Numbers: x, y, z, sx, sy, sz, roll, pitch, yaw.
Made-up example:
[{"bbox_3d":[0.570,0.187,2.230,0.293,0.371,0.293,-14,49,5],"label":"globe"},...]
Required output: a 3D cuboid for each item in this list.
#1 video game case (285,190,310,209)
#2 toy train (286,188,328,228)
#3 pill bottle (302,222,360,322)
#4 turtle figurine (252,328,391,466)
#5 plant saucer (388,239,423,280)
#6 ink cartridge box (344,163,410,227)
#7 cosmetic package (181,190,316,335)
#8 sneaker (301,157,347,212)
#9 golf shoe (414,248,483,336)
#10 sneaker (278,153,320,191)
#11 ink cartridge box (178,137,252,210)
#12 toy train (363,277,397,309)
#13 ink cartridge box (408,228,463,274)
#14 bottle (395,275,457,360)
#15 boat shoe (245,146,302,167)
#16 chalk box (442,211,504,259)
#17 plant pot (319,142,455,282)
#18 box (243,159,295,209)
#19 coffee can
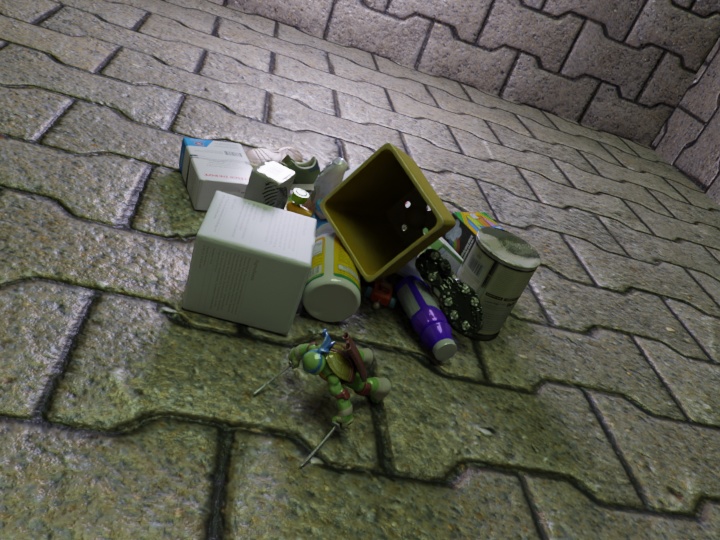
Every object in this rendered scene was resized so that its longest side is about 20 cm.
[{"bbox_3d":[-0.091,-0.137,1.500,0.199,0.023,0.182,31,32,11],"label":"video game case"},{"bbox_3d":[-0.153,-0.136,1.368,0.199,0.116,0.085,30,32,12],"label":"toy train"},{"bbox_3d":[-0.057,-0.004,1.214,0.112,0.113,0.201,14,39,-14],"label":"pill bottle"},{"bbox_3d":[-0.055,0.187,0.986,0.144,0.201,0.194,18,2,38],"label":"turtle figurine"},{"bbox_3d":[0.074,-0.047,1.376,0.200,0.050,0.200,32,11,-7],"label":"plant saucer"},{"bbox_3d":[0.035,-0.184,1.587,0.199,0.084,0.176,30,30,13],"label":"ink cartridge box"},{"bbox_3d":[-0.199,-0.015,1.109,0.199,0.167,0.168,16,32,-9],"label":"cosmetic package"},{"bbox_3d":[-0.061,-0.176,1.381,0.099,0.200,0.078,36,53,-2],"label":"sneaker"},{"bbox_3d":[0.189,0.045,1.261,0.201,0.077,0.088,58,0,8],"label":"golf shoe"},{"bbox_3d":[-0.194,-0.249,1.514,0.199,0.090,0.067,-4,30,-23],"label":"sneaker"},{"bbox_3d":[-0.332,-0.223,1.416,0.145,0.085,0.200,2,38,-29],"label":"ink cartridge box"},{"bbox_3d":[0.000,0.000,1.318,0.199,0.056,0.150,26,31,4],"label":"toy train"},{"bbox_3d":[0.167,-0.057,1.420,0.200,0.059,0.104,33,15,-50],"label":"ink cartridge box"},{"bbox_3d":[0.136,0.097,1.238,0.083,0.065,0.200,37,18,-40],"label":"bottle"},{"bbox_3d":[-0.237,-0.279,1.583,0.200,0.065,0.072,-24,72,-49],"label":"boat shoe"},{"bbox_3d":[0.303,-0.041,1.507,0.123,0.125,0.200,-3,41,-35],"label":"chalk box"},{"bbox_3d":[0.079,-0.113,1.227,0.195,0.195,0.200,58,25,14],"label":"plant pot"},{"bbox_3d":[-0.201,-0.116,1.226,0.068,0.201,0.082,26,32,6],"label":"box"},{"bbox_3d":[0.277,0.029,1.310,0.146,0.201,0.147,16,32,-11],"label":"coffee can"}]
